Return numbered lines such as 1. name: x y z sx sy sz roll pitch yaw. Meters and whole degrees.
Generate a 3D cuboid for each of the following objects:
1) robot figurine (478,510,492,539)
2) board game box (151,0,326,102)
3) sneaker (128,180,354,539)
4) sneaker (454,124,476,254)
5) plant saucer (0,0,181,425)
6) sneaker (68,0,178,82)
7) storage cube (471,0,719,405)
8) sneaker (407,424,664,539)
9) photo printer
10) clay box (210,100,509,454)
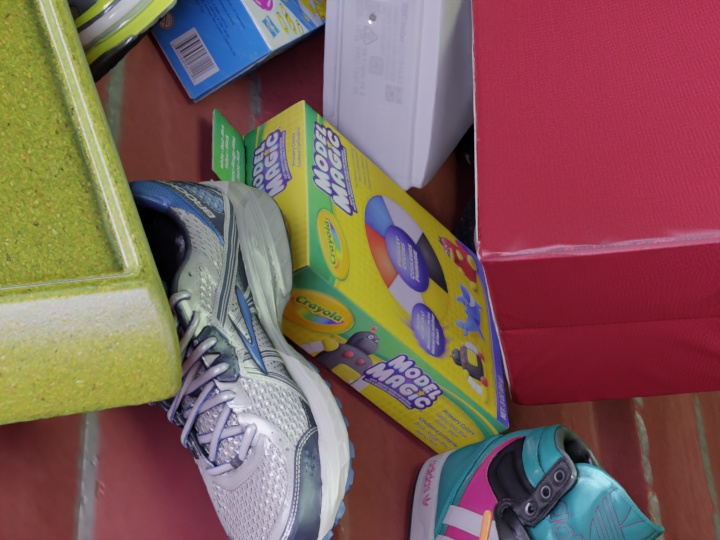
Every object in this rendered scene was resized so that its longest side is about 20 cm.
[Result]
1. robot figurine: 0.054 0.206 0.887 0.117 0.143 0.201 22 48 -69
2. board game box: -0.081 -0.209 1.115 0.201 0.056 0.196 59 26 -6
3. sneaker: -0.069 0.043 0.895 0.085 0.077 0.201 17 43 -43
4. sneaker: 0.107 -0.035 1.271 0.080 0.073 0.200 50 29 -28
5. plant saucer: -0.162 -0.043 0.746 0.199 0.048 0.201 -7 69 -41
6. sneaker: -0.089 -0.185 0.977 0.081 0.074 0.200 43 68 -13
7. storage cube: 0.157 -0.048 1.095 0.171 0.179 0.201 71 16 -59
8. sneaker: 0.088 0.151 1.002 0.084 0.120 0.201 43 33 -32
9. photo printer: 0.044 -0.158 1.154 0.200 0.069 0.167 -53 152 -53
10. clay box: 0.000 0.000 1.070 0.200 0.047 0.115 40 33 -39
